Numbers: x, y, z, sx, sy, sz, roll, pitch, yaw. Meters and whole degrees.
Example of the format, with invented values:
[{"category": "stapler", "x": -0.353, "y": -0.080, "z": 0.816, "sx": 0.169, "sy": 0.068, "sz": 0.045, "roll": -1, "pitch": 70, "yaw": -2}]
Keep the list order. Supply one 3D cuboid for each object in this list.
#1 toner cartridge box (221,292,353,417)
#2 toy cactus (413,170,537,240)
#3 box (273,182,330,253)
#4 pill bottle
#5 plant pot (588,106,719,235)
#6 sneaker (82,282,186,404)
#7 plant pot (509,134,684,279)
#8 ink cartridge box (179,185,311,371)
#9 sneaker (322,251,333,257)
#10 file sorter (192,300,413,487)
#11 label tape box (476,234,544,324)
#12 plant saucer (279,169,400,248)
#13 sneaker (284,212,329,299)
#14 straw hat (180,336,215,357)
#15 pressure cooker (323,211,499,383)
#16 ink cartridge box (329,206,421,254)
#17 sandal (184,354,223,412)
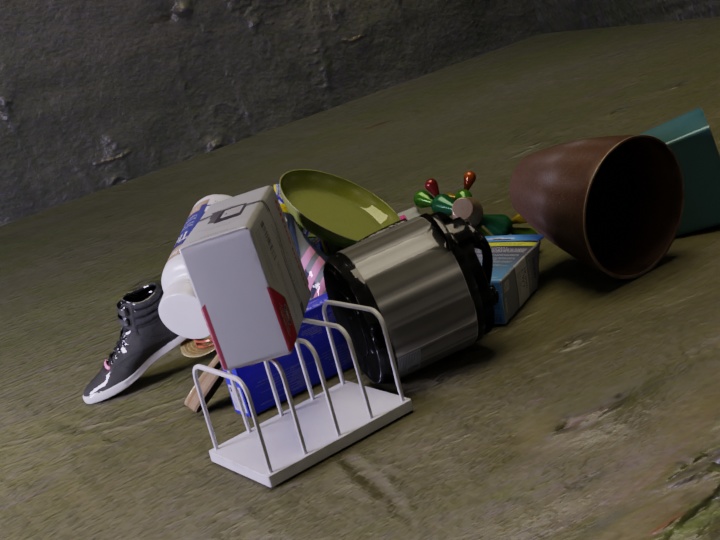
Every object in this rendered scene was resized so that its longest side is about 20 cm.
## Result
[{"category": "toner cartridge box", "x": -0.080, "y": 0.100, "z": 1.566, "sx": 0.199, "sy": 0.096, "sz": 0.043, "roll": -24, "pitch": 17, "yaw": -30}, {"category": "toy cactus", "x": 0.170, "y": -0.087, "z": 1.821, "sx": 0.199, "sy": 0.103, "sz": 0.165, "roll": 32, "pitch": 3, "yaw": 14}, {"category": "box", "x": -0.089, "y": -0.070, "z": 1.873, "sx": 0.069, "sy": 0.065, "sz": 0.201, "roll": -16, "pitch": 31, "yaw": 4}, {"category": "pill bottle", "x": -0.211, "y": -0.004, "z": 1.719, "sx": 0.110, "sy": 0.112, "sz": 0.201, "roll": -9, "pitch": 38, "yaw": 22}, {"category": "plant pot", "x": 0.423, "y": -0.124, "z": 1.791, "sx": 0.198, "sy": 0.142, "sz": 0.141, "roll": -19, "pitch": 14, "yaw": 16}, {"category": "sneaker", "x": -0.329, "y": 0.095, "z": 1.736, "sx": 0.200, "sy": 0.099, "sz": 0.071, "roll": -39, "pitch": 24, "yaw": -4}, {"category": "plant pot", "x": 0.300, "y": -0.100, "z": 1.679, "sx": 0.186, "sy": 0.189, "sz": 0.199, "roll": -24, "pitch": 24, "yaw": -29}, {"category": "ink cartridge box", "x": -0.123, "y": 0.003, "z": 1.378, "sx": 0.083, "sy": 0.146, "sz": 0.200, "roll": -17, "pitch": 14, "yaw": 8}, {"category": "sneaker", "x": 0.000, "y": 0.000, "z": 1.737, "sx": 0.198, "sy": 0.084, "sz": 0.074, "roll": 18, "pitch": 32, "yaw": 14}, {"category": "file sorter", "x": -0.070, "y": 0.131, "z": 1.391, "sx": 0.199, "sy": 0.126, "sz": 0.138, "roll": -25, "pitch": 17, "yaw": -30}, {"category": "label tape box", "x": 0.163, "y": 0.009, "z": 1.692, "sx": 0.142, "sy": 0.067, "sz": 0.200, "roll": -1, "pitch": 17, "yaw": 28}, {"category": "plant saucer", "x": -0.031, "y": -0.083, "z": 1.809, "sx": 0.198, "sy": 0.031, "sz": 0.200, "roll": 21, "pitch": 25, "yaw": -10}, {"category": "sneaker", "x": -0.052, "y": 0.003, "z": 1.695, "sx": 0.081, "sy": 0.202, "sz": 0.070, "roll": -23, "pitch": -7, "yaw": -1}, {"category": "straw hat", "x": -0.158, "y": 0.070, "z": 1.759, "sx": 0.200, "sy": 0.085, "sz": 0.202, "roll": -34, "pitch": 27, "yaw": 20}, {"category": "pressure cooker", "x": 0.073, "y": 0.028, "z": 1.513, "sx": 0.199, "sy": 0.180, "sz": 0.176, "roll": -24, "pitch": 6, "yaw": -13}, {"category": "ink cartridge box", "x": 0.022, "y": -0.005, "z": 1.819, "sx": 0.198, "sy": 0.044, "sz": 0.174, "roll": -22, "pitch": 32, "yaw": -6}, {"category": "sandal", "x": -0.176, "y": 0.075, "z": 1.588, "sx": 0.213, "sy": 0.069, "sz": 0.078, "roll": -55, "pitch": -6, "yaw": -10}]
